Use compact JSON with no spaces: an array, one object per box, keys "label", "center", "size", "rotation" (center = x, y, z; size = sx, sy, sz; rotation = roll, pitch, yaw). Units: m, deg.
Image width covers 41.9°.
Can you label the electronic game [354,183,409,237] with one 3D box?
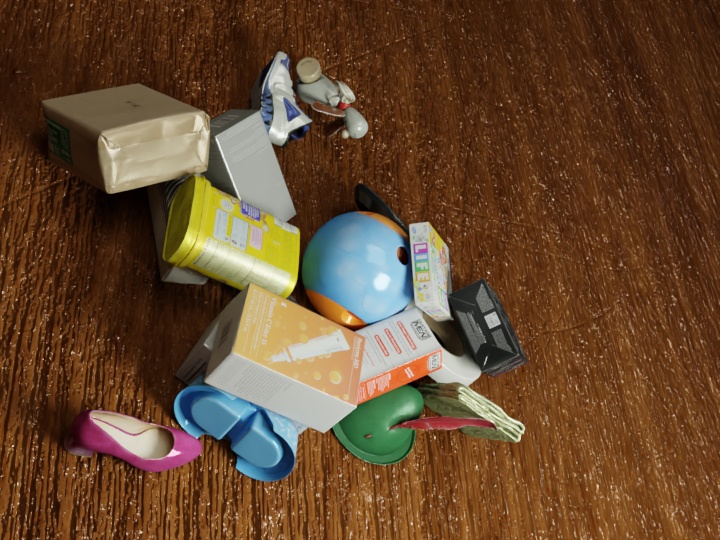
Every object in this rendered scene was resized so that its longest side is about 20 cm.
[{"label":"electronic game","center":[0.058,-0.081,1.739],"size":[0.042,0.200,0.200],"rotation":[-41,88,-4]}]

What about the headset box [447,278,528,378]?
[{"label":"headset box","center":[0.234,0.109,1.701],"size":[0.150,0.077,0.200],"rotation":[67,9,14]}]

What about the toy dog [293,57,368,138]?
[{"label":"toy dog","center":[-0.079,-0.326,1.848],"size":[0.200,0.096,0.132],"rotation":[48,-6,43]}]

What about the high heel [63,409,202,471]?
[{"label":"high heel","center":[-0.299,0.225,1.290],"size":[0.199,0.096,0.068],"rotation":[16,51,-28]}]

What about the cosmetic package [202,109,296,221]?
[{"label":"cosmetic package","center":[-0.195,-0.157,1.573],"size":[0.107,0.090,0.201],"rotation":[-36,124,-36]}]

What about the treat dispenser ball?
[{"label":"treat dispenser ball","center":[0.000,0.000,1.603],"size":[0.200,0.201,0.202],"rotation":[20,50,-25]}]

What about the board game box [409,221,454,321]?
[{"label":"board game box","center":[0.124,0.006,1.612],"size":[0.200,0.034,0.136],"rotation":[36,49,-72]}]

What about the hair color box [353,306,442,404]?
[{"label":"hair color box","center":[0.024,0.146,1.536],"size":[0.199,0.061,0.102],"rotation":[-21,50,-12]}]

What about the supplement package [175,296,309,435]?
[{"label":"supplement package","center":[-0.159,0.159,1.434],"size":[0.200,0.110,0.114],"rotation":[39,44,-8]}]

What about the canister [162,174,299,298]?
[{"label":"canister","center":[-0.197,-0.044,1.473],"size":[0.199,0.086,0.149],"rotation":[25,46,-28]}]

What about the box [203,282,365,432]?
[{"label":"box","center":[-0.105,0.127,1.348],"size":[0.199,0.097,0.125],"rotation":[26,47,-20]}]

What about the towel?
[{"label":"towel","center":[0.182,0.236,1.587],"size":[0.148,0.200,0.037],"rotation":[37,72,-11]}]

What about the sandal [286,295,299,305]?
[{"label":"sandal","center":[-0.106,0.103,1.571],"size":[0.200,0.045,0.075],"rotation":[40,48,-28]}]

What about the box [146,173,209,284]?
[{"label":"box","center":[-0.292,-0.081,1.534],"size":[0.082,0.068,0.201],"rotation":[4,57,-36]}]

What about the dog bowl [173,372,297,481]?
[{"label":"dog bowl","center":[-0.176,0.224,1.377],"size":[0.200,0.112,0.050],"rotation":[38,35,-9]}]

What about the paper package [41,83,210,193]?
[{"label":"paper package","center":[-0.367,-0.209,1.464],"size":[0.190,0.104,0.199],"rotation":[-20,34,-39]}]

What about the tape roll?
[{"label":"tape roll","center":[0.138,0.123,1.694],"size":[0.202,0.037,0.203],"rotation":[37,27,-22]}]

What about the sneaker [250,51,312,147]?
[{"label":"sneaker","center":[-0.150,-0.310,1.808],"size":[0.115,0.080,0.201],"rotation":[25,55,-26]}]

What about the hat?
[{"label":"hat","center":[0.075,0.209,1.525],"size":[0.199,0.176,0.167],"rotation":[8,57,-33]}]
